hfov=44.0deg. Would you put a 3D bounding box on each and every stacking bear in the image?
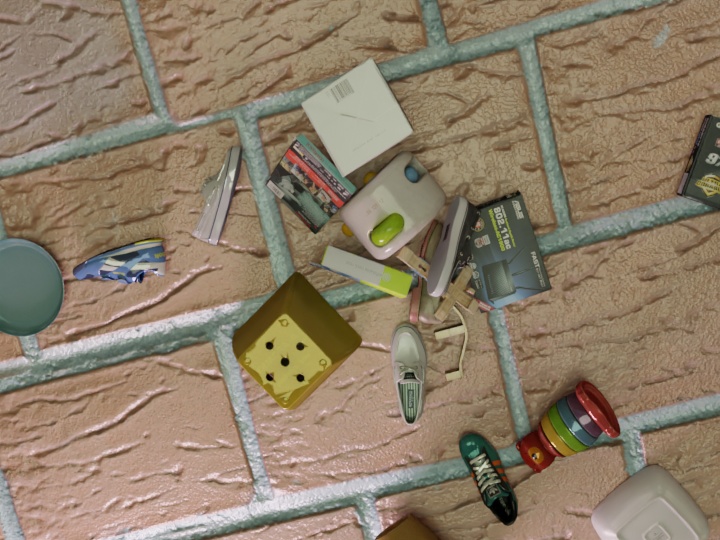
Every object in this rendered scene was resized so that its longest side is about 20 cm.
[{"bbox_3d":[0.400,0.321,1.765,0.200,0.114,0.122,-42,85,20],"label":"stacking bear"}]

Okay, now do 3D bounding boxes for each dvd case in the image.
[{"bbox_3d":[-0.098,-0.159,1.687,0.146,0.200,0.022,44,59,-2],"label":"dvd case"}]

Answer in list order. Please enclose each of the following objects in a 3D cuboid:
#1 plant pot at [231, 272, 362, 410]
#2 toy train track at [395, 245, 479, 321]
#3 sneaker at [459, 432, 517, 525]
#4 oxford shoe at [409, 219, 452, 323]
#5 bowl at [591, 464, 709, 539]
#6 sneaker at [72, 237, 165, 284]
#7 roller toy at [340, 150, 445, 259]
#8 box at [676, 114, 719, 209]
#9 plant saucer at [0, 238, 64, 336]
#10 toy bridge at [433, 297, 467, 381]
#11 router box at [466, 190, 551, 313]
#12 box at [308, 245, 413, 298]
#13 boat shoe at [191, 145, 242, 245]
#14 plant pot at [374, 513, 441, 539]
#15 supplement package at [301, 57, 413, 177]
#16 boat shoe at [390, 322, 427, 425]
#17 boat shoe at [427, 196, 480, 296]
[{"bbox_3d":[-0.134,0.156,1.737,0.200,0.177,0.200,-44,95,10],"label":"plant pot"},{"bbox_3d":[0.151,0.020,1.674,0.199,0.032,0.116,36,82,-20],"label":"toy train track"},{"bbox_3d":[0.265,0.423,1.803,0.071,0.080,0.202,-31,96,8],"label":"sneaker"},{"bbox_3d":[0.146,0.005,1.735,0.073,0.070,0.204,10,88,9],"label":"oxford shoe"},{"bbox_3d":[0.592,0.524,1.804,0.200,0.075,0.200,-42,94,11],"label":"bowl"},{"bbox_3d":[-0.481,-0.005,1.786,0.196,0.074,0.084,-15,101,7],"label":"sneaker"},{"bbox_3d":[0.056,-0.127,1.676,0.182,0.200,0.140,-44,95,-14],"label":"roller toy"},{"bbox_3d":[0.723,-0.187,1.689,0.196,0.046,0.162,19,100,1],"label":"box"},{"bbox_3d":[-0.700,0.033,1.829,0.196,0.027,0.205,1,100,4],"label":"plant saucer"},{"bbox_3d":[0.181,0.122,1.786,0.066,0.027,0.204,-15,97,5],"label":"toy bridge"},{"bbox_3d":[0.272,-0.035,1.735,0.147,0.062,0.203,-19,97,6],"label":"router box"},{"bbox_3d":[0.000,0.000,1.728,0.197,0.122,0.049,20,87,-1],"label":"box"},{"bbox_3d":[-0.283,-0.152,1.747,0.064,0.074,0.204,17,99,-4],"label":"boat shoe"},{"bbox_3d":[0.118,0.609,1.808,0.185,0.186,0.202,-34,83,9],"label":"plant pot"},{"bbox_3d":[-0.001,-0.282,1.642,0.150,0.200,0.152,-30,97,8],"label":"supplement package"},{"bbox_3d":[0.102,0.210,1.785,0.072,0.067,0.204,-8,99,5],"label":"boat shoe"},{"bbox_3d":[0.179,-0.038,1.648,0.065,0.070,0.203,24,64,-15],"label":"boat shoe"}]
